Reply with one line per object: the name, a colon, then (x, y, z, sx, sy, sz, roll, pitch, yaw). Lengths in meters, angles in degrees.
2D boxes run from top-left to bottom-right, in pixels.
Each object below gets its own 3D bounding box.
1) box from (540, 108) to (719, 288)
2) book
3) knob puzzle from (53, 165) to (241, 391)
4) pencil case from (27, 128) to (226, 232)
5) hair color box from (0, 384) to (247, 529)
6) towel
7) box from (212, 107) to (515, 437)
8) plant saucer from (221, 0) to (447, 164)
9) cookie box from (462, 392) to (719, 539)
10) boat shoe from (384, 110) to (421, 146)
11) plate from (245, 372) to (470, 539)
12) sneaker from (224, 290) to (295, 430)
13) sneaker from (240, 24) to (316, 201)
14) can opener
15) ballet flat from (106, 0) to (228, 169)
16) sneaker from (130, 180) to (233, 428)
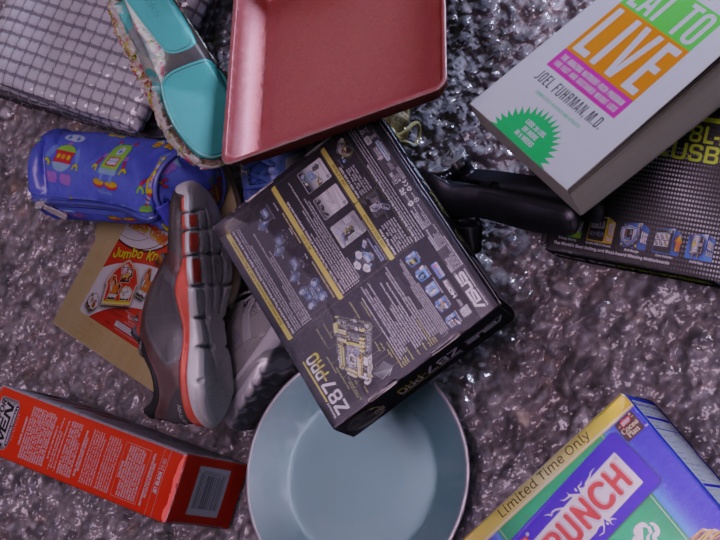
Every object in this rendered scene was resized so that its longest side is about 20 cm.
box: (0.251, -0.089, 1.237, 0.199, 0.047, 0.194, 12, 87, 29)
book: (0.195, -0.145, 1.212, 0.200, 0.048, 0.134, -40, 47, -3)
knob puzzle: (-0.164, -0.007, 1.430, 0.219, 0.030, 0.221, -18, 58, 32)
pencil case: (-0.210, -0.076, 1.426, 0.199, 0.078, 0.087, 9, 53, 41)
hair color box: (-0.207, 0.157, 1.384, 0.199, 0.101, 0.062, 17, 87, 29)
towel: (-0.227, -0.210, 1.483, 0.199, 0.086, 0.166, 18, 80, 24)
box: (0.000, 0.000, 1.264, 0.161, 0.049, 0.200, -37, 67, 8)
plant saucer: (-0.013, -0.183, 1.295, 0.199, 0.037, 0.201, -17, 52, 26)
cookie box: (0.199, 0.218, 1.181, 0.171, 0.075, 0.200, -45, 63, 12)
boat shoe: (0.016, -0.148, 1.353, 0.062, 0.073, 0.201, -3, 77, 29)
plate: (-0.001, 0.165, 1.322, 0.199, 0.026, 0.202, -5, 77, 25)
sneaker: (-0.073, 0.031, 1.358, 0.082, 0.075, 0.200, 39, 97, 27)
sneaker: (-0.080, -0.112, 1.383, 0.075, 0.077, 0.201, -14, 68, 39)
can opener: (0.112, -0.053, 1.269, 0.199, 0.063, 0.079, 5, 124, 51)
ballet flat: (-0.152, -0.159, 1.366, 0.075, 0.064, 0.201, -16, 67, -21)
sneaker: (-0.153, 0.027, 1.328, 0.081, 0.077, 0.201, -6, 78, 22)
